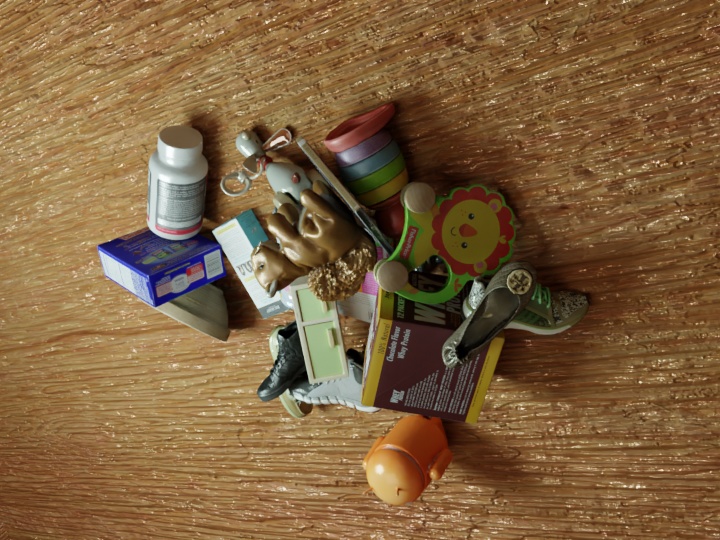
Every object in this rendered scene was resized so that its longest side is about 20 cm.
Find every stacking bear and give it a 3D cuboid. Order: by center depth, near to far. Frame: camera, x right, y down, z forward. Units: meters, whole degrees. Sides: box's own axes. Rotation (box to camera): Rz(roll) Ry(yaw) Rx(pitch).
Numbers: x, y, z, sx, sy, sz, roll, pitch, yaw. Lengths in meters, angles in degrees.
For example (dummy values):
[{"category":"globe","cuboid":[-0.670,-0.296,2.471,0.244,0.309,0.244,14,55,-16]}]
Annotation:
[{"category":"stacking bear","cuboid":[0.033,-0.145,1.472,0.121,0.114,0.201,-13,113,41]}]

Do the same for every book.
[{"category":"book","cuboid":[0.000,0.000,1.627,0.132,0.048,0.202,15,127,28]}]

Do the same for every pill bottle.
[{"category":"pill bottle","cuboid":[-0.347,-0.168,1.738,0.110,0.111,0.202,29,131,19]}]

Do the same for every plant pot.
[{"category":"plant pot","cuboid":[-0.342,0.061,1.863,0.199,0.093,0.201,26,174,3]}]

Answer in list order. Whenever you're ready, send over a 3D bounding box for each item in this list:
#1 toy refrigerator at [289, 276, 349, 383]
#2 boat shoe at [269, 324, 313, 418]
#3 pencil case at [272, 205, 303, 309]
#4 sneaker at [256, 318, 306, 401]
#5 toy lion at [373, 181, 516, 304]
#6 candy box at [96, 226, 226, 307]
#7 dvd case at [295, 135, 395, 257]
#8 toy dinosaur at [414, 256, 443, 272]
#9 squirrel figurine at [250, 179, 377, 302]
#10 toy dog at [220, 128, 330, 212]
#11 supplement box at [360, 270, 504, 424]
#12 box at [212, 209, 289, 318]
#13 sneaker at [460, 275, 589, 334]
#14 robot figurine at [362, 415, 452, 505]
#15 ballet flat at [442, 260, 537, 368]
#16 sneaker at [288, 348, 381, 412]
[{"category":"toy refrigerator","cuboid":[-0.073,0.099,1.644,0.075,0.070,0.202,-9,115,0]},{"category":"boat shoe","cuboid":[-0.127,0.206,1.834,0.063,0.073,0.203,3,111,39]},{"category":"pencil case","cuboid":[-0.114,-0.029,1.667,0.090,0.083,0.202,16,125,29]},{"category":"sneaker","cuboid":[-0.138,0.154,1.754,0.105,0.199,0.060,54,178,-27]},{"category":"toy lion","cuboid":[0.137,-0.041,1.406,0.190,0.069,0.202,20,92,-7]},{"category":"candy box","cuboid":[-0.390,-0.019,1.794,0.199,0.168,0.078,25,130,42]},{"category":"dvd case","cuboid":[-0.022,-0.119,1.473,0.200,0.016,0.149,51,-179,38]},{"category":"toy dinosaur","cuboid":[0.114,-0.010,1.535,0.088,0.047,0.201,40,131,19]},{"category":"squirrel figurine","cuboid":[-0.079,-0.020,1.500,0.200,0.142,0.187,42,102,-11]},{"category":"toy dog","cuboid":[-0.148,-0.179,1.581,0.198,0.133,0.097,23,159,14]},{"category":"supplement box","cuboid":[0.114,0.121,1.497,0.197,0.134,0.199,9,129,-2]},{"category":"box","cuboid":[-0.198,-0.011,1.764,0.082,0.049,0.201,-20,103,44]},{"category":"sneaker","cuboid":[0.253,0.042,1.387,0.197,0.077,0.089,-1,133,-3]},{"category":"robot figurine","cuboid":[0.084,0.345,1.668,0.143,0.200,0.117,33,132,14]},{"category":"ballet flat","cuboid":[0.189,0.070,1.349,0.067,0.046,0.200,39,109,-4]},{"category":"sneaker","cuboid":[-0.043,0.198,1.759,0.197,0.075,0.117,7,114,12]}]
